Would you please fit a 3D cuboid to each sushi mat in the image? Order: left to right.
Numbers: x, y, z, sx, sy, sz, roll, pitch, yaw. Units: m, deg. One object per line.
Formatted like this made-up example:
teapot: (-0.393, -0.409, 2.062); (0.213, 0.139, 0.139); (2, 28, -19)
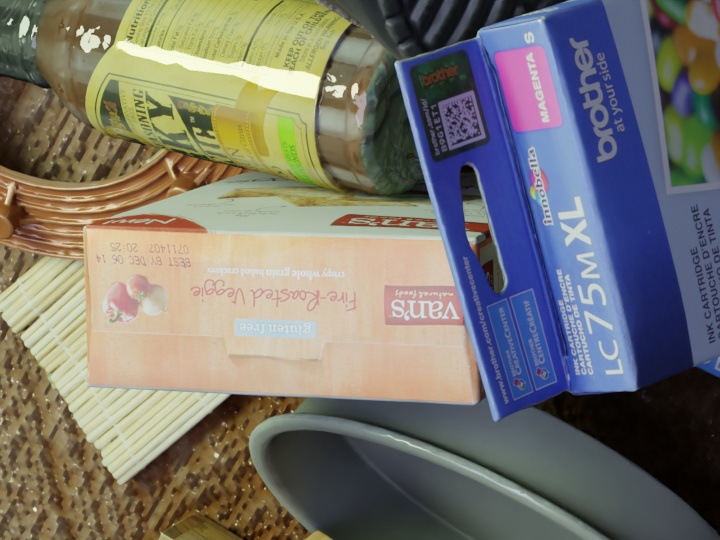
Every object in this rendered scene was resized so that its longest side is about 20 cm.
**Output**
sushi mat: (-0.060, -0.005, 1.101); (0.200, 0.012, 0.096); (-40, 84, 27)

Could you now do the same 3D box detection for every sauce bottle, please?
sauce bottle: (-0.062, -0.073, 0.970); (0.199, 0.065, 0.065); (14, 108, 33)

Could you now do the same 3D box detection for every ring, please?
ring: (-0.126, -0.086, 1.055); (0.199, 0.019, 0.201); (9, 126, 13)

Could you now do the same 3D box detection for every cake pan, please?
cake pan: (0.054, 0.095, 0.991); (0.199, 0.200, 0.037); (23, 69, 19)

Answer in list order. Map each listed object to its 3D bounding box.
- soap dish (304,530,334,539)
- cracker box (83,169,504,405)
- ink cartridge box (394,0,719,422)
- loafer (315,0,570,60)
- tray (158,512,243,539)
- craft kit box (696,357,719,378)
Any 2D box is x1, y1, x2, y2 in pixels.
soap dish: (-0.036, 0.206, 1.052); (0.200, 0.081, 0.157); (-39, 115, 10)
cracker box: (0.000, 0.000, 0.956); (0.133, 0.200, 0.058); (2, 99, 15)
ink cartridge box: (0.111, -0.037, 0.869); (0.042, 0.199, 0.120); (-5, 102, 57)
loafer: (0.004, -0.117, 0.871); (0.200, 0.071, 0.073); (31, 100, -26)
tray: (-0.068, 0.212, 1.142); (0.098, 0.037, 0.201); (29, 111, 17)
craft kit box: (0.211, -0.031, 0.952); (0.199, 0.048, 0.198); (26, 114, 18)
